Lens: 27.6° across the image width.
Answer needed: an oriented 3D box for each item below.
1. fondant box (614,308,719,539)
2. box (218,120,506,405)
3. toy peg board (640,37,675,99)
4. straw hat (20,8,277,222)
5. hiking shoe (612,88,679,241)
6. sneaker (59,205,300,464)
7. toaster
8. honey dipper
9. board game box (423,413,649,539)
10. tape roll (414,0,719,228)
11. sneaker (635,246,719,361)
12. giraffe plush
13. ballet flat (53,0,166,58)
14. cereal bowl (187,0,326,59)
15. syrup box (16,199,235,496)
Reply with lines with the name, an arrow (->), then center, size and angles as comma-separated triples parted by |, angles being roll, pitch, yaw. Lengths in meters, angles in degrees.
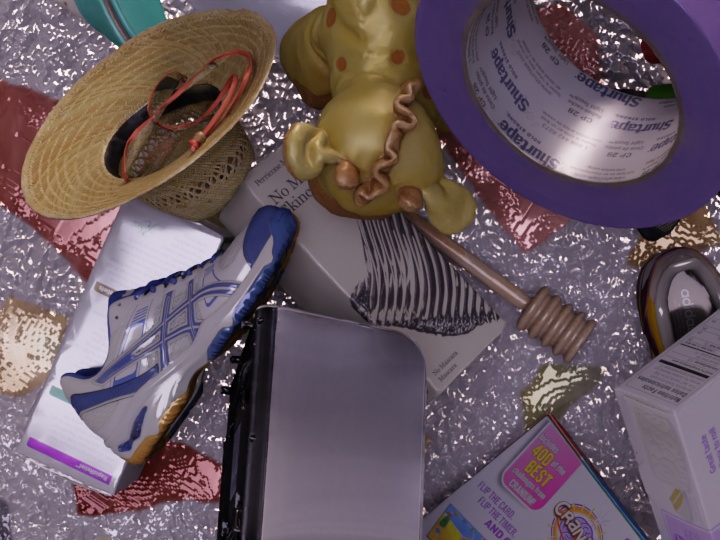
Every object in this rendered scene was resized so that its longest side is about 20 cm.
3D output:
fondant box -> 0.267, 0.088, 0.941 | 0.199, 0.058, 0.145 | -33, 118, -21
box -> 0.000, 0.000, 1.019 | 0.200, 0.068, 0.082 | 46, 62, 3
toy peg board -> 0.236, -0.195, 0.927 | 0.097, 0.200, 0.200 | -1, 121, 42
straw hat -> -0.119, -0.078, 0.968 | 0.201, 0.201, 0.085 | -35, 127, 5
hiking shoe -> 0.185, -0.071, 1.008 | 0.198, 0.076, 0.101 | 0, 87, 5
sneaker -> -0.122, 0.029, 0.960 | 0.088, 0.075, 0.200 | 38, 96, 6
toaster -> -0.033, 0.142, 0.949 | 0.118, 0.181, 0.201 | 6, 67, -8
honey dipper -> 0.077, -0.006, 1.044 | 0.200, 0.038, 0.038 | 36, 94, 9
board game box -> 0.096, 0.216, 0.991 | 0.200, 0.040, 0.153 | -40, 44, 5
tape roll -> 0.136, -0.126, 0.831 | 0.200, 0.200, 0.085 | 36, 56, 5
sneaker -> 0.236, 0.083, 0.996 | 0.075, 0.090, 0.201 | -20, 88, 6
giraffe plush -> 0.018, -0.101, 0.936 | 0.171, 0.200, 0.163 | 5, 66, 6
ballet flat -> -0.201, -0.232, 1.062 | 0.070, 0.067, 0.201 | -23, 87, 30
cereal bowl -> -0.030, -0.234, 0.989 | 0.199, 0.201, 0.084 | 4, 54, 6
syrup box -> -0.163, 0.051, 1.043 | 0.081, 0.079, 0.201 | 25, 93, 5
